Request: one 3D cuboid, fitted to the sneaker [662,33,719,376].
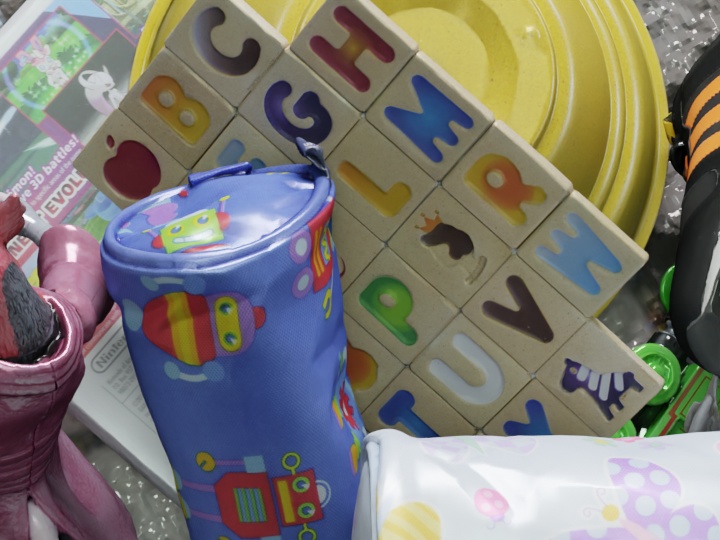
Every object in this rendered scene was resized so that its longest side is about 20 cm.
[{"bbox_3d":[0.141,-0.035,1.031,0.070,0.090,0.200,51,50,-28],"label":"sneaker"}]

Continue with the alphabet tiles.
[{"bbox_3d":[0.000,0.000,0.988,0.200,0.166,0.006,42,39,-1],"label":"alphabet tiles"}]

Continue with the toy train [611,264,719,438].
[{"bbox_3d":[0.108,0.056,1.060,0.056,0.042,0.200,38,77,-8],"label":"toy train"}]

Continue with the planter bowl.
[{"bbox_3d":[0.018,-0.060,1.027,0.199,0.083,0.201,1,79,-6],"label":"planter bowl"}]

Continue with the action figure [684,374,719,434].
[{"bbox_3d":[0.184,0.074,1.027,0.199,0.130,0.070,-15,56,-13],"label":"action figure"}]

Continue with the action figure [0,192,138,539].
[{"bbox_3d":[-0.126,0.054,0.947,0.134,0.200,0.149,-30,68,-28],"label":"action figure"}]

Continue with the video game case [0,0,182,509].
[{"bbox_3d":[-0.056,-0.036,1.070,0.182,0.023,0.200,40,79,3],"label":"video game case"}]

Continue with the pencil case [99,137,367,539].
[{"bbox_3d":[-0.028,0.057,0.983,0.078,0.087,0.201,-9,117,9],"label":"pencil case"}]

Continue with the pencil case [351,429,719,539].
[{"bbox_3d":[0.092,0.092,0.925,0.199,0.091,0.084,0,109,-7],"label":"pencil case"}]
